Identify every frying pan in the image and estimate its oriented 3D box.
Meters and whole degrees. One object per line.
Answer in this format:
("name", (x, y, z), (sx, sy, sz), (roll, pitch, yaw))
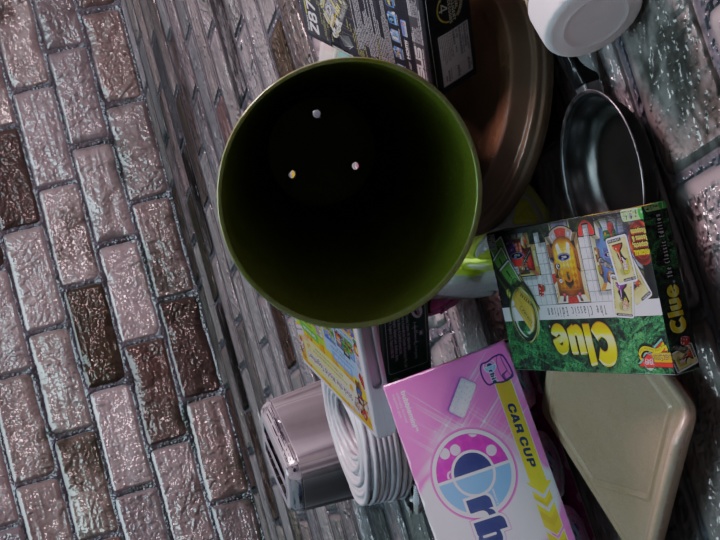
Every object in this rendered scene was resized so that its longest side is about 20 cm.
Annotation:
("frying pan", (0.153, -0.094, 0.874), (0.115, 0.031, 0.192), (103, 152, -56))

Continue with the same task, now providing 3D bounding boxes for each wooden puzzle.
("wooden puzzle", (0.185, 0.099, 0.936), (0.201, 0.037, 0.186), (-113, 16, -45))

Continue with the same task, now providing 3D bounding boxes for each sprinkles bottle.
("sprinkles bottle", (0.110, -0.233, 0.836), (0.069, 0.067, 0.201), (100, 152, -57))

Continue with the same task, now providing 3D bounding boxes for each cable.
("cable", (0.006, 0.187, 1.586), (0.200, 0.068, 0.202), (-134, 33, -62))

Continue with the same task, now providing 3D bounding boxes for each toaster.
("toaster", (-0.055, 0.240, 1.744), (0.201, 0.128, 0.115), (-121, 22, -46))

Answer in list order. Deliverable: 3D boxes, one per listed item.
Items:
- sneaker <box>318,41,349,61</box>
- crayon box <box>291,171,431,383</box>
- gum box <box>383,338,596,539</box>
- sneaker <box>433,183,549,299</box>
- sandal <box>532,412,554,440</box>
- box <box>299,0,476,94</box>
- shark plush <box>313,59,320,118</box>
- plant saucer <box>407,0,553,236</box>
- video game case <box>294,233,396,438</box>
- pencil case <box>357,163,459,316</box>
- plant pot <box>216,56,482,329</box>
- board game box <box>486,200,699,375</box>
("sneaker", (0.032, -0.242, 1.063), (0.079, 0.071, 0.202), (16, 92, 32))
("crayon box", (0.000, 0.000, 1.173), (0.200, 0.051, 0.127), (-127, 26, -49))
("gum box", (0.109, 0.169, 1.066), (0.066, 0.113, 0.202), (-2, -108, -69))
("sneaker", (0.100, -0.044, 1.065), (0.200, 0.075, 0.106), (137, 130, -65))
("sandal", (0.143, 0.226, 1.124), (0.078, 0.069, 0.214), (-161, 58, -72))
("box", (0.006, -0.240, 0.925), (0.161, 0.049, 0.202), (31, 145, 40))
("shark plush", (-0.010, -0.162, 1.117), (0.091, 0.199, 0.083), (58, 174, -35))
("plant saucer", (0.082, -0.127, 0.983), (0.200, 0.029, 0.203), (-175, 90, -67))
("video game case", (-0.028, 0.031, 1.168), (0.200, 0.023, 0.184), (-143, 39, -63))
("pencil case", (0.047, -0.054, 1.208), (0.093, 0.090, 0.202), (-4, 103, 47))
("plant pot", (-0.019, -0.074, 0.984), (0.200, 0.185, 0.189), (-120, 19, -75))
("board game box", (0.149, 0.016, 0.869), (0.200, 0.023, 0.106), (-10, 95, 68))
